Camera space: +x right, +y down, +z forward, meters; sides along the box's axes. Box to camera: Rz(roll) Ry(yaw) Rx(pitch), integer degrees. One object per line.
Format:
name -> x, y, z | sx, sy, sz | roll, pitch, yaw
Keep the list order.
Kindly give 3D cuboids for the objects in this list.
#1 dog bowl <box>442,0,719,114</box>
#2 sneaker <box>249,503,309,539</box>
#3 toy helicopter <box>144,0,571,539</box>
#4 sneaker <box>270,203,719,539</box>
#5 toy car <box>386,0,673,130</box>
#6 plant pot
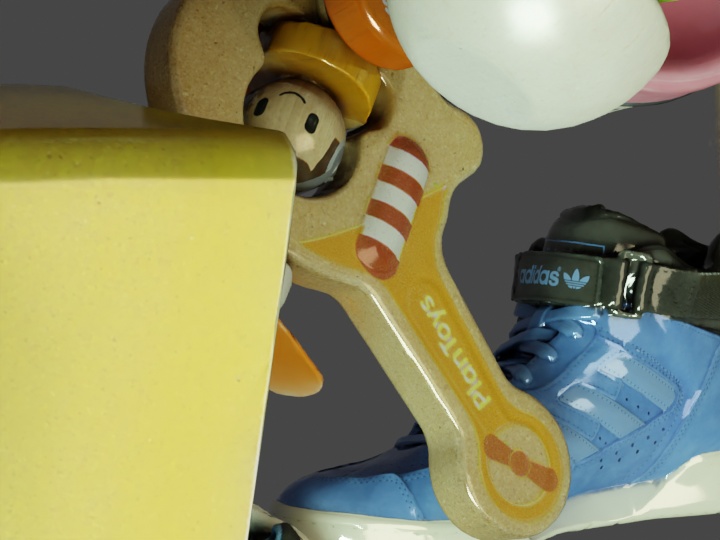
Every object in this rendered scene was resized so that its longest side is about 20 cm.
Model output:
dog bowl -> 0.086, -0.145, 0.865 | 0.199, 0.074, 0.201 | -6, 101, -35
sneaker -> -0.019, 0.122, 0.797 | 0.200, 0.072, 0.072 | 37, 47, -12
toy helicopter -> 0.000, 0.000, 0.782 | 0.132, 0.079, 0.201 | -40, 104, -41
sneaker -> 0.055, 0.035, 0.873 | 0.199, 0.077, 0.112 | -7, 98, -29
toy car -> 0.035, -0.153, 0.699 | 0.175, 0.199, 0.150 | -58, 168, -20
plant pot -> -0.145, 0.047, 0.668 | 0.176, 0.200, 0.201 | 6, 95, -24
